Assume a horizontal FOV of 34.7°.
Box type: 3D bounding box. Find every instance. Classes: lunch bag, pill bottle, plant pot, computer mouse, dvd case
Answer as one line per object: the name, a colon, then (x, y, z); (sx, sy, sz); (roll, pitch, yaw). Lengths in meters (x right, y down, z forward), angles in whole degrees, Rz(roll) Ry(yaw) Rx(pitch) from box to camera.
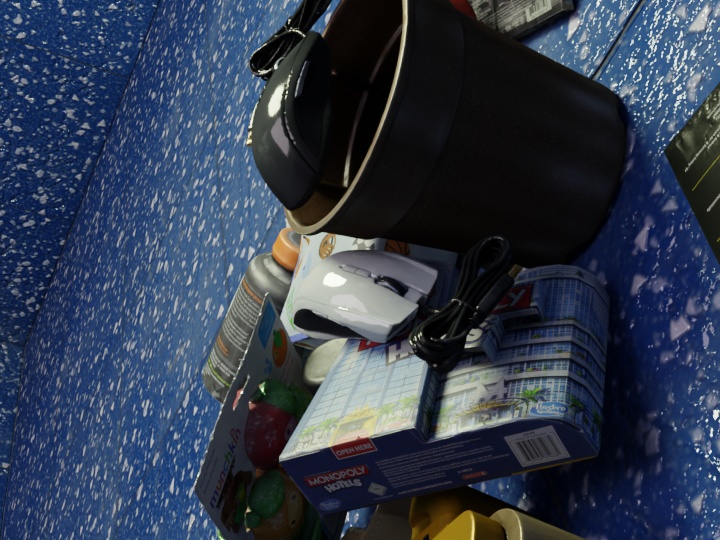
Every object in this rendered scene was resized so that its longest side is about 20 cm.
lunch bag: (0.000, 0.000, 1.054); (0.200, 0.124, 0.171); (-15, 59, 54)
pill bottle: (-0.092, 0.054, 1.259); (0.200, 0.106, 0.106); (-64, 24, 23)
plant pot: (0.071, -0.096, 0.846); (0.200, 0.198, 0.201); (-47, 34, 47)
computer mouse: (0.013, 0.015, 0.787); (0.200, 0.044, 0.110); (1, 44, 49)
computer mouse: (-0.067, -0.122, 0.867); (0.140, 0.046, 0.201); (-42, 38, 51)
dvd case: (0.126, -0.304, 1.010); (0.149, 0.016, 0.201); (165, 97, -65)

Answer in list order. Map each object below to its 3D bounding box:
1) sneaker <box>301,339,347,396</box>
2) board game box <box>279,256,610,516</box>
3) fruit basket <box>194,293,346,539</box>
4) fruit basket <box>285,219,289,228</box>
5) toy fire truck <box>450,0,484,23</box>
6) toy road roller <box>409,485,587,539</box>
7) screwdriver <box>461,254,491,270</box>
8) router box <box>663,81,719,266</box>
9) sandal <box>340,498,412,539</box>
sneaker: (0.063, 0.087, 0.916); (0.201, 0.108, 0.067); (-16, 40, 23)
board game box: (0.064, 0.055, 0.783); (0.200, 0.062, 0.200); (-18, 32, 26)
fruit basket: (-0.067, 0.151, 0.947); (0.200, 0.093, 0.186); (77, -156, -48)
fruit basket: (-0.044, -0.115, 1.320); (0.185, 0.093, 0.201); (-36, 59, 58)
toy fire truck: (0.046, -0.218, 1.075); (0.176, 0.128, 0.201); (-35, 67, 58)
toy road roller: (0.083, 0.191, 0.728); (0.200, 0.123, 0.146); (-52, 19, 44)
screwdriver: (0.040, -0.062, 0.942); (0.028, 0.200, 0.029); (-44, -13, -36)
router box: (0.253, -0.081, 0.590); (0.200, 0.051, 0.149); (-57, 29, 37)
sandal: (0.017, 0.235, 0.948); (0.212, 0.077, 0.070); (-62, 0, 13)
